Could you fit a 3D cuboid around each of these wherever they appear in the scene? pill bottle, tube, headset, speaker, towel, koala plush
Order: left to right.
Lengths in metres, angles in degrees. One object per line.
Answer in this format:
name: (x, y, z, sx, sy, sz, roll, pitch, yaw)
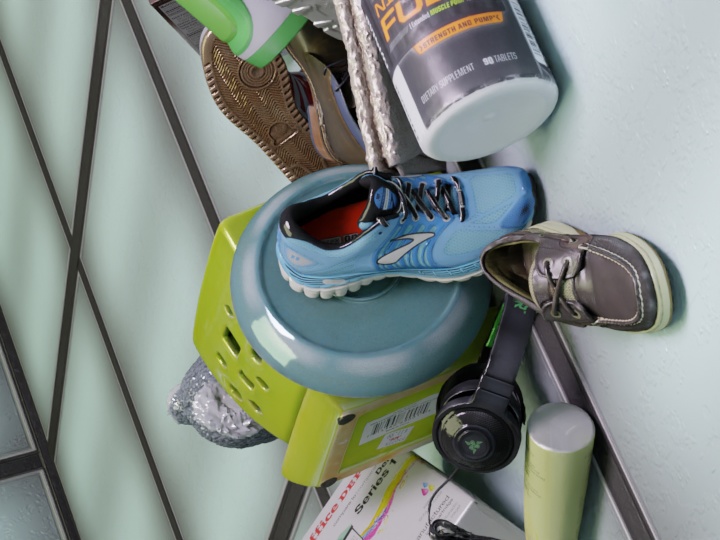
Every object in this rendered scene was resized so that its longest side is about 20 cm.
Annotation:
speaker: (-0.131, -0.254, 1.770, 0.200, 0.089, 0.088, 40, 165, -12)
koala plush: (-0.071, 0.104, 2.000, 0.177, 0.199, 0.185, -175, 71, -70)
towel: (0.023, -0.169, 1.681, 0.132, 0.034, 0.201, -14, -88, -69)
pill bottle: (0.057, -0.186, 1.576, 0.106, 0.106, 0.201, 112, 140, -60)
headset: (0.101, 0.115, 1.659, 0.124, 0.094, 0.201, -66, -4, -80)
tube: (0.144, 0.186, 1.681, 0.052, 0.058, 0.201, 24, 139, 23)

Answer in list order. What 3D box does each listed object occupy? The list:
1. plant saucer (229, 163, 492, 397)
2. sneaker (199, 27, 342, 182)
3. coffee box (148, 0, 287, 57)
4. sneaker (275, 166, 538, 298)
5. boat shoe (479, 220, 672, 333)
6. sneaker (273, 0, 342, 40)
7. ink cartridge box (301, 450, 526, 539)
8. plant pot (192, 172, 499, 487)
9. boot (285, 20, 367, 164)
plant saucer: (0.000, 0.000, 1.675, 0.027, 0.199, 0.201, 87, 161, -61)
sneaker: (-0.082, -0.163, 1.940, 0.200, 0.071, 0.113, 54, -167, -36)
coffee box: (-0.137, -0.263, 1.983, 0.200, 0.080, 0.113, 44, -157, -68)
sneaker: (0.032, -0.035, 1.615, 0.090, 0.199, 0.079, 69, -173, -62)
boat shoe: (0.146, 0.009, 1.524, 0.200, 0.065, 0.074, -166, 65, -68)
sneaker: (-0.036, -0.248, 1.721, 0.200, 0.076, 0.081, 34, -128, -60)
ink cartridge box: (0.040, 0.236, 1.847, 0.084, 0.145, 0.200, 36, 177, -26)
plant pot: (-0.005, 0.049, 1.793, 0.182, 0.199, 0.199, 61, 156, 23)
boot: (-0.010, -0.178, 1.847, 0.097, 0.075, 0.201, 22, 134, 55)
